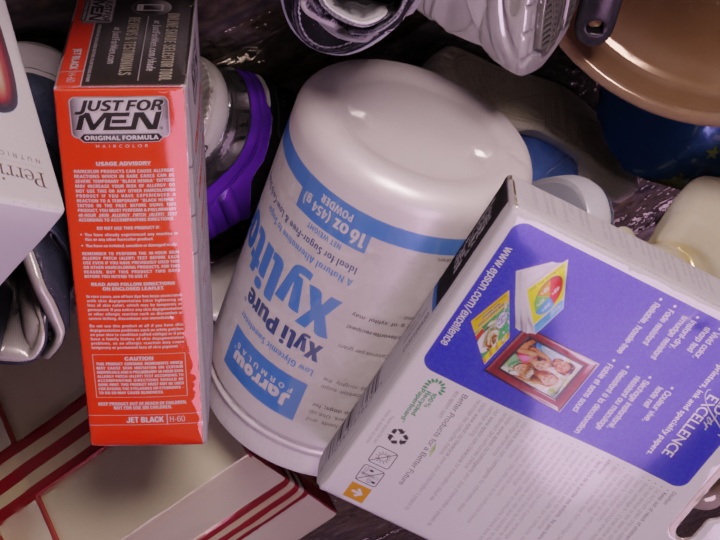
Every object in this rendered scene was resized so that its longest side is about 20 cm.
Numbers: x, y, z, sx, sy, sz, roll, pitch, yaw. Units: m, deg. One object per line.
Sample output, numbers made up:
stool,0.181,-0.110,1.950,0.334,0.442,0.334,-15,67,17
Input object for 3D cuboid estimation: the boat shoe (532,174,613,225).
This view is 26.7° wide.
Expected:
boat shoe,0.114,0.013,0.919,0.086,0.075,0.202,-5,145,-30

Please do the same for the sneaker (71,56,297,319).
sneaker,-0.096,-0.036,0.859,0.099,0.070,0.200,2,144,-40

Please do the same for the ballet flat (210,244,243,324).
ballet flat,-0.023,-0.004,0.983,0.200,0.070,0.069,-2,146,-39

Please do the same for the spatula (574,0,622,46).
spatula,0.128,-0.187,0.686,0.056,0.021,0.200,8,132,-3

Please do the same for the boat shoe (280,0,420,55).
boat shoe,0.000,-0.136,0.676,0.072,0.068,0.200,26,157,-10

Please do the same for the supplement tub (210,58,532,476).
supplement tub,0.000,0.000,0.821,0.132,0.132,0.200,-2,132,-31

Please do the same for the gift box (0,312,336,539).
gift box,-0.157,0.116,0.972,0.187,0.185,0.200,-35,146,5

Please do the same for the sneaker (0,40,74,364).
sneaker,-0.186,0.004,0.775,0.077,0.146,0.202,6,143,-11

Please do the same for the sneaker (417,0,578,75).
sneaker,0.054,-0.189,0.698,0.078,0.099,0.200,-43,147,-47

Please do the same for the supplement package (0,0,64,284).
supplement package,-0.206,-0.078,0.577,0.114,0.200,0.110,10,139,-44

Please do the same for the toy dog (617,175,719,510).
toy dog,0.223,0.057,0.824,0.194,0.200,0.140,-42,152,3

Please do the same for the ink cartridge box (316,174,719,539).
ink cartridge box,0.111,0.076,0.763,0.200,0.047,0.198,26,119,-12

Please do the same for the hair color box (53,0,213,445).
hair color box,-0.106,-0.022,0.739,0.061,0.102,0.200,0,123,-3

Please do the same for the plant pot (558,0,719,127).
plant pot,0.180,-0.178,0.737,0.201,0.201,0.093,-51,177,42

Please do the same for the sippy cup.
sippy cup,0.218,-0.098,0.901,0.130,0.178,0.140,2,165,-31

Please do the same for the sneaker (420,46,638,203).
sneaker,0.077,-0.061,0.927,0.111,0.077,0.200,-40,147,29
